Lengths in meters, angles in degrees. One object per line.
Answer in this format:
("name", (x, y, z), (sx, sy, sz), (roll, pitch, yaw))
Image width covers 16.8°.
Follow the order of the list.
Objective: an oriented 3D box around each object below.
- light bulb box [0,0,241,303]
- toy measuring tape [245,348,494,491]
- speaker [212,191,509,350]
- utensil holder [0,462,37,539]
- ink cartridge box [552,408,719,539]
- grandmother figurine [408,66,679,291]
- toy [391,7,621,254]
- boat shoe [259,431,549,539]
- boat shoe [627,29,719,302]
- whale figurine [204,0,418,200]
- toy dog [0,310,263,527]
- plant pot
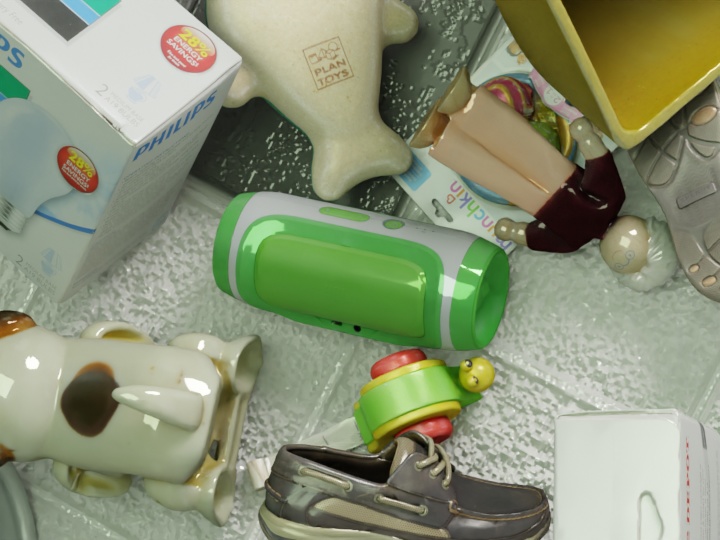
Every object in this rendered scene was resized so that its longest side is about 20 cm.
("light bulb box", (-0.218, -0.122, 1.722), (0.198, 0.125, 0.200), (41, 141, 8))
("toy measuring tape", (0.001, 0.106, 1.711), (0.200, 0.074, 0.074), (-24, 75, 14))
("speaker", (0.000, 0.000, 1.720), (0.199, 0.088, 0.089), (12, 86, 20))
("utensil holder", (-0.360, 0.212, 1.767), (0.199, 0.170, 0.170), (-11, 78, 18))
("ink cartridge box", (0.184, 0.169, 1.568), (0.084, 0.200, 0.147), (-2, 80, 18))
("grandmother figurine", (0.131, -0.053, 1.667), (0.200, 0.121, 0.061), (34, 53, -5))
("toy", (0.116, -0.107, 1.716), (0.200, 0.047, 0.115), (-44, 70, 7))
("boat shoe", (0.033, 0.151, 1.646), (0.199, 0.075, 0.074), (1, 109, -10))
("boat shoe", (0.231, -0.066, 1.658), (0.074, 0.073, 0.201), (-20, 70, 21))
("whale figurine", (-0.034, -0.150, 1.754), (0.159, 0.104, 0.200), (-24, 90, -11))
("toy dog", (-0.190, 0.102, 1.717), (0.199, 0.194, 0.140), (9, 93, 11))
("plant pot", (0.161, -0.240, 1.630), (0.195, 0.194, 0.200), (-38, 38, -9))
